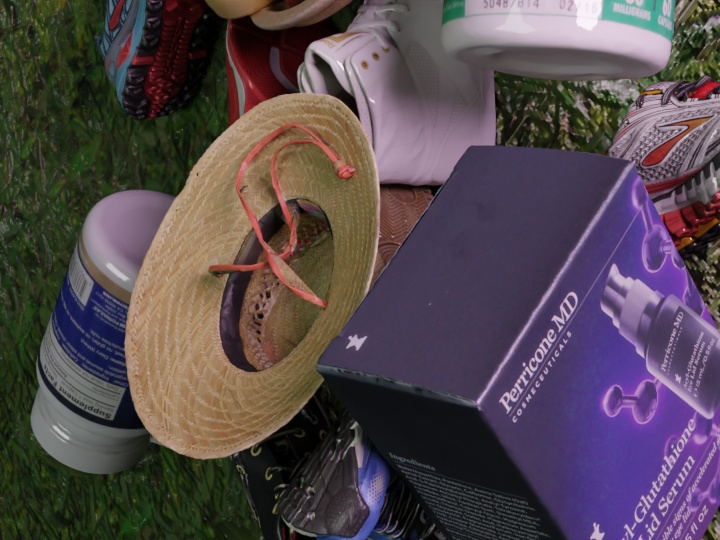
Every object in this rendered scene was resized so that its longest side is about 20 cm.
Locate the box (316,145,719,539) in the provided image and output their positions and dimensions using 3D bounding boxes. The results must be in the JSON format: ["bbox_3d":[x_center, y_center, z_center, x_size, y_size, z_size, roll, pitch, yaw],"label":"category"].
[{"bbox_3d":[0.095,0.061,0.730,0.104,0.148,0.200,10,146,44],"label":"box"}]

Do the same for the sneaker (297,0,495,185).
[{"bbox_3d":[0.019,-0.147,0.856,0.073,0.115,0.202,-2,95,48],"label":"sneaker"}]

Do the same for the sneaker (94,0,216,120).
[{"bbox_3d":[-0.144,-0.206,1.044,0.096,0.079,0.201,52,131,28],"label":"sneaker"}]

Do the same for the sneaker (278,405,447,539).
[{"bbox_3d":[0.018,0.111,0.800,0.089,0.200,0.079,36,100,5],"label":"sneaker"}]

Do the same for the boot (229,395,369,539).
[{"bbox_3d":[-0.040,0.132,0.954,0.154,0.073,0.205,119,127,-81],"label":"boot"}]

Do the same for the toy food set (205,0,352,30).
[{"bbox_3d":[-0.008,-0.225,0.850,0.199,0.049,0.200,-59,26,-5],"label":"toy food set"}]

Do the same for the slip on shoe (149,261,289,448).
[{"bbox_3d":[-0.083,0.055,0.932,0.200,0.060,0.076,123,156,-46],"label":"slip on shoe"}]

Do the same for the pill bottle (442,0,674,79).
[{"bbox_3d":[0.103,-0.201,0.729,0.113,0.113,0.202,5,90,46],"label":"pill bottle"}]

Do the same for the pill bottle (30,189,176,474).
[{"bbox_3d":[-0.174,0.050,1.100,0.116,0.115,0.201,49,130,28],"label":"pill bottle"}]

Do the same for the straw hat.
[{"bbox_3d":[-0.032,0.014,0.799,0.200,0.085,0.202,-22,56,36],"label":"straw hat"}]

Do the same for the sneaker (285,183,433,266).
[{"bbox_3d":[0.000,0.000,0.910,0.113,0.071,0.201,-58,31,38],"label":"sneaker"}]

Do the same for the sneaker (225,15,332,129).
[{"bbox_3d":[-0.073,-0.087,0.950,0.116,0.078,0.201,-51,27,42],"label":"sneaker"}]

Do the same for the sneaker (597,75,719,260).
[{"bbox_3d":[0.170,-0.067,0.738,0.200,0.077,0.083,-38,70,44],"label":"sneaker"}]
